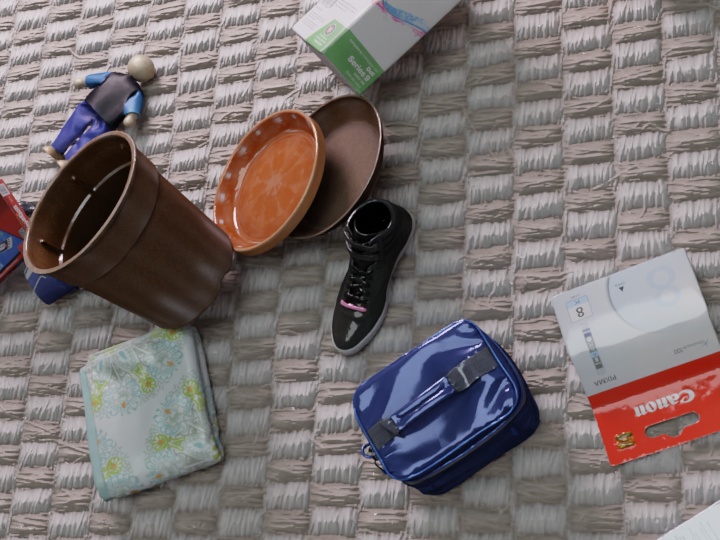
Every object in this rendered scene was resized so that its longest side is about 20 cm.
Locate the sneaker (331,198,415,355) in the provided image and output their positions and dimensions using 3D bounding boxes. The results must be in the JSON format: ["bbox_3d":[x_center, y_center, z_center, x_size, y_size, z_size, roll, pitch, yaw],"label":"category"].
[{"bbox_3d":[0.000,0.000,1.488,0.070,0.099,0.201,19,80,25],"label":"sneaker"}]

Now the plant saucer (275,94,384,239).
[{"bbox_3d":[-0.035,-0.127,1.557,0.200,0.037,0.201,-26,51,37],"label":"plant saucer"}]

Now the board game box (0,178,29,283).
[{"bbox_3d":[-0.518,-0.034,1.690,0.200,0.019,0.103,-35,88,39],"label":"board game box"}]

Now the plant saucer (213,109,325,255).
[{"bbox_3d":[-0.116,-0.112,1.585,0.200,0.032,0.201,-25,52,36],"label":"plant saucer"}]

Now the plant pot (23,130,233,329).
[{"bbox_3d":[-0.279,-0.035,1.526,0.200,0.198,0.201,-27,43,29],"label":"plant pot"}]

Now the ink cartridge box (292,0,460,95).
[{"bbox_3d":[0.026,-0.338,1.579,0.200,0.087,0.145,-44,29,3],"label":"ink cartridge box"}]

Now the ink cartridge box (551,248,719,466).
[{"bbox_3d":[0.315,0.094,1.348,0.159,0.047,0.201,-21,62,14],"label":"ink cartridge box"}]

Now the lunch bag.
[{"bbox_3d":[0.088,0.156,1.373,0.200,0.132,0.136,-36,61,6],"label":"lunch bag"}]

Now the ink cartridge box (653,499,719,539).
[{"bbox_3d":[0.367,0.350,1.233,0.200,0.041,0.200,-34,62,8],"label":"ink cartridge box"}]

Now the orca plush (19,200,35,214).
[{"bbox_3d":[-0.502,-0.046,1.755,0.199,0.071,0.105,27,38,23],"label":"orca plush"}]

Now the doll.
[{"bbox_3d":[-0.373,-0.234,1.764,0.200,0.048,0.136,-48,61,0],"label":"doll"}]

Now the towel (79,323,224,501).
[{"bbox_3d":[-0.272,0.177,1.567,0.171,0.048,0.201,-22,64,15],"label":"towel"}]

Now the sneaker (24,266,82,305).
[{"bbox_3d":[-0.354,-0.014,1.654,0.199,0.081,0.115,-40,59,3],"label":"sneaker"}]
